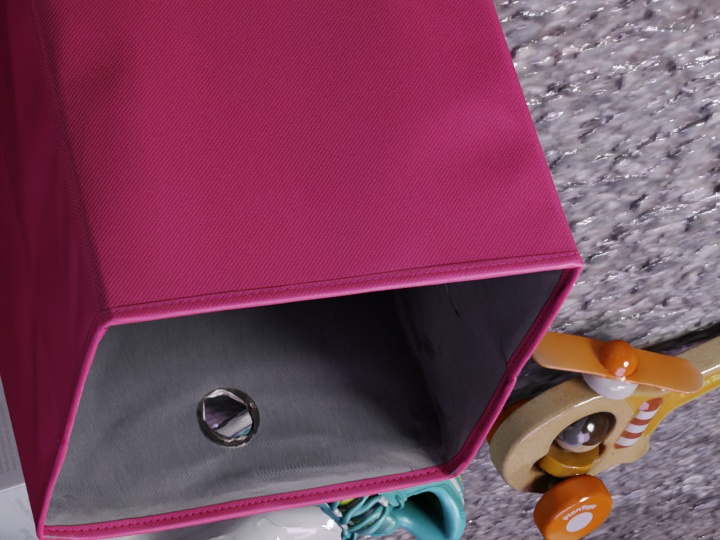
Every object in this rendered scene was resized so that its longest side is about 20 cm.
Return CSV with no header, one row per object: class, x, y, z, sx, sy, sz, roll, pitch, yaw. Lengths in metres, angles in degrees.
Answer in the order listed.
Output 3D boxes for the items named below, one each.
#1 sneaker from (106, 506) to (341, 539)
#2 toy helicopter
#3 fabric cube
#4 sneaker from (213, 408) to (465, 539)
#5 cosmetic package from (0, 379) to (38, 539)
sneaker,-0.091,0.189,1.700,0.199,0.100,0.075,-15,152,-6
toy helicopter,0.166,0.066,1.667,0.199,0.079,0.133,-25,146,-9
fabric cube,-0.050,-0.029,1.176,0.195,0.200,0.200,-8,153,-19
sneaker,-0.005,0.111,1.619,0.077,0.080,0.199,-33,149,31
cosmetic package,-0.210,0.110,1.504,0.199,0.074,0.102,-16,154,3
